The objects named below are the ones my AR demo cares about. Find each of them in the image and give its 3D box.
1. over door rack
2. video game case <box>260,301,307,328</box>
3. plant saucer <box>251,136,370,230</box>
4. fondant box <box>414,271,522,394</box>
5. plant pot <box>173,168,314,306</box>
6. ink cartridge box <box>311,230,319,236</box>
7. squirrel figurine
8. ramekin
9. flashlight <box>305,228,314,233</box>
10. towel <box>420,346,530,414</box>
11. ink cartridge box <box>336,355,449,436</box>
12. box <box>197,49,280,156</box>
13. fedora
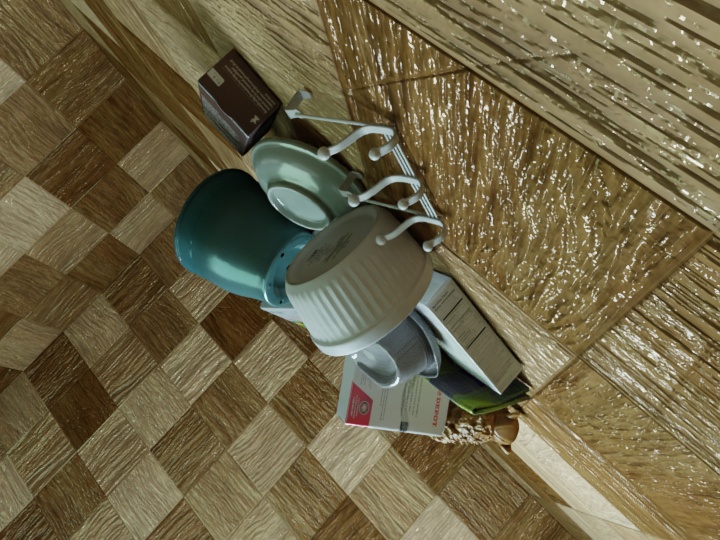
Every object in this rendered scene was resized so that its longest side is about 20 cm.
[{"bbox_3d":[-0.004,-0.106,0.598,0.199,0.067,0.148,37,168,46],"label":"over door rack"},{"bbox_3d":[-0.081,0.098,1.057,0.180,0.023,0.198,27,162,-30],"label":"video game case"},{"bbox_3d":[-0.082,-0.110,0.794,0.196,0.051,0.201,22,159,9],"label":"plant saucer"},{"bbox_3d":[0.144,0.085,0.836,0.201,0.058,0.144,49,172,-21],"label":"fondant box"},{"bbox_3d":[-0.181,-0.042,0.918,0.186,0.202,0.201,30,167,25],"label":"plant pot"},{"bbox_3d":[0.000,0.000,0.983,0.200,0.084,0.144,46,162,4],"label":"ink cartridge box"},{"bbox_3d":[0.234,0.315,1.114,0.183,0.145,0.199,18,-172,19],"label":"squirrel figurine"},{"bbox_3d":[-0.010,0.004,0.722,0.106,0.200,0.200,51,170,-22],"label":"ramekin"},{"bbox_3d":[-0.115,-0.031,1.109,0.066,0.206,0.068,5,179,-21],"label":"flashlight"},{"bbox_3d":[0.179,0.176,0.928,0.199,0.140,0.023,37,128,54],"label":"towel"},{"bbox_3d":[0.066,0.221,1.019,0.195,0.149,0.084,11,177,-16],"label":"ink cartridge box"},{"bbox_3d":[-0.188,-0.248,0.824,0.100,0.075,0.200,47,174,-14],"label":"box"},{"bbox_3d":[0.039,0.125,0.870,0.179,0.090,0.199,59,156,-14],"label":"fedora"}]
